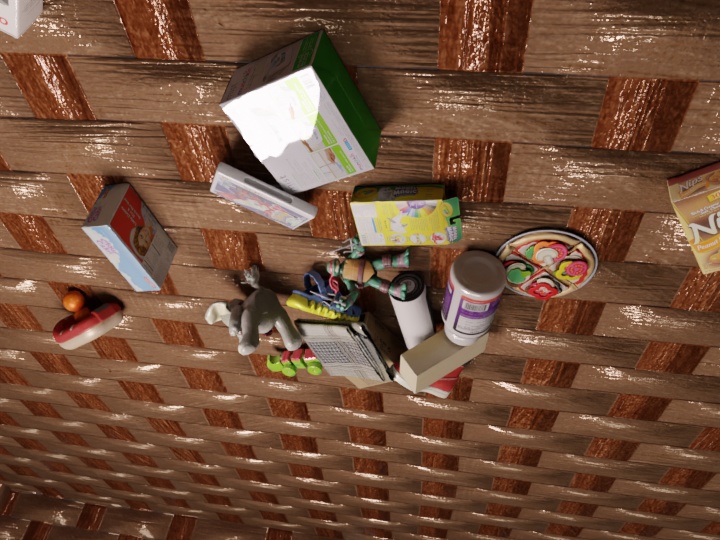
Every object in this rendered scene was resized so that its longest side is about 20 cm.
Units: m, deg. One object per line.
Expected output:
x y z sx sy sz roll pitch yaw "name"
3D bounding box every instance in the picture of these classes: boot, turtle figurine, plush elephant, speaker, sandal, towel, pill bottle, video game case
0.169 0.214 1.429 0.197 0.073 0.146 19 112 -36 "boot"
0.000 0.000 1.233 0.194 0.101 0.154 5 101 6 "turtle figurine"
-0.253 0.111 1.369 0.162 0.204 0.154 -8 163 -46 "plush elephant"
0.118 0.097 1.331 0.079 0.083 0.202 -2 139 16 "speaker"
-0.068 0.060 1.336 0.078 0.089 0.198 7 169 44 "sandal"
-0.037 0.184 1.372 0.196 0.035 0.195 -1 131 36 "towel"
0.223 0.064 1.238 0.108 0.113 0.202 8 142 4 "pill bottle"
-0.180 -0.128 1.098 0.179 0.023 0.200 24 172 -15 "video game case"

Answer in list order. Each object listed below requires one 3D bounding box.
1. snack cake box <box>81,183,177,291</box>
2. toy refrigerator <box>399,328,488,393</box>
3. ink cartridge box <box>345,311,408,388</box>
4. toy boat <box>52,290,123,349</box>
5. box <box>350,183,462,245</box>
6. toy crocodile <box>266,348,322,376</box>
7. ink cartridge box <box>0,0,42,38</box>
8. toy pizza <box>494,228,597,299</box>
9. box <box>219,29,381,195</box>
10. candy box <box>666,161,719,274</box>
-0.468 -0.064 1.254 0.065 0.117 0.202 -3 139 18 "snack cake box"
0.181 0.178 1.339 0.197 0.070 0.077 -27 145 -18 "toy refrigerator"
0.008 0.198 1.489 0.162 0.076 0.200 -17 134 33 "ink cartridge box"
-0.711 0.113 1.555 0.197 0.130 0.133 -21 102 34 "toy boat"
0.088 -0.101 1.123 0.195 0.049 0.119 2 140 16 "box"
-0.150 0.226 1.569 0.195 0.069 0.062 -9 138 24 "toy crocodile"
-0.513 -0.445 0.823 0.143 0.086 0.200 23 142 -15 "ink cartridge box"
0.358 -0.003 1.185 0.195 0.032 0.203 7 142 6 "toy pizza"
-0.089 -0.236 0.960 0.173 0.098 0.201 -12 136 28 "box"
0.594 -0.086 1.002 0.114 0.056 0.200 -19 133 33 "candy box"
